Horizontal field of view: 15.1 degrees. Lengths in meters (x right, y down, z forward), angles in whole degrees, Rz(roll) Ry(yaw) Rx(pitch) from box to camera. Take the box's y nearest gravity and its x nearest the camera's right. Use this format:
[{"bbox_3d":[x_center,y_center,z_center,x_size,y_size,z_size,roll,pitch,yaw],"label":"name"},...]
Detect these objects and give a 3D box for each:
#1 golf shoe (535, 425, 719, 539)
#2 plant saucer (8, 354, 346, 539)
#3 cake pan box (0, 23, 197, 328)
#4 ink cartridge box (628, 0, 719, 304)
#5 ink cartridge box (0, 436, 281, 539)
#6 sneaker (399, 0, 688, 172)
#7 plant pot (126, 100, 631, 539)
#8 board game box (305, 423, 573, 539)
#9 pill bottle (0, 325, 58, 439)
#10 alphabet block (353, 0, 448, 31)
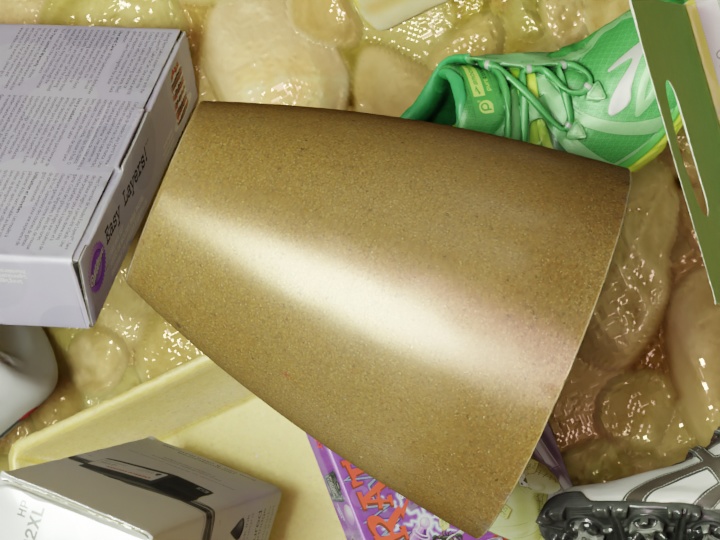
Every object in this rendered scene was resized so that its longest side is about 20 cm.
[{"bbox_3d":[0.186,0.108,1.329,0.199,0.078,0.095,-1,49,7],"label":"golf shoe"},{"bbox_3d":[-0.056,0.143,1.411,0.199,0.048,0.201,-25,85,15],"label":"plant saucer"},{"bbox_3d":[-0.196,-0.051,1.376,0.183,0.200,0.052,1,131,15],"label":"cake pan box"},{"bbox_3d":[0.185,-0.062,1.260,0.048,0.200,0.146,-17,87,17],"label":"ink cartridge box"},{"bbox_3d":[-0.121,0.168,1.300,0.083,0.200,0.146,19,96,14],"label":"ink cartridge box"},{"bbox_3d":[0.081,-0.074,1.343,0.200,0.084,0.074,-30,56,13],"label":"sneaker"},{"bbox_3d":[0.000,0.000,1.266,0.199,0.186,0.187,23,98,-2],"label":"plant pot"},{"bbox_3d":[0.041,0.098,1.357,0.120,0.032,0.201,-20,84,-20],"label":"board game box"},{"bbox_3d":[-0.268,0.080,1.430,0.200,0.120,0.120,-41,81,12],"label":"pill bottle"},{"bbox_3d":[0.067,-0.253,1.253,0.200,0.195,0.197,-24,99,21],"label":"alphabet block"}]
